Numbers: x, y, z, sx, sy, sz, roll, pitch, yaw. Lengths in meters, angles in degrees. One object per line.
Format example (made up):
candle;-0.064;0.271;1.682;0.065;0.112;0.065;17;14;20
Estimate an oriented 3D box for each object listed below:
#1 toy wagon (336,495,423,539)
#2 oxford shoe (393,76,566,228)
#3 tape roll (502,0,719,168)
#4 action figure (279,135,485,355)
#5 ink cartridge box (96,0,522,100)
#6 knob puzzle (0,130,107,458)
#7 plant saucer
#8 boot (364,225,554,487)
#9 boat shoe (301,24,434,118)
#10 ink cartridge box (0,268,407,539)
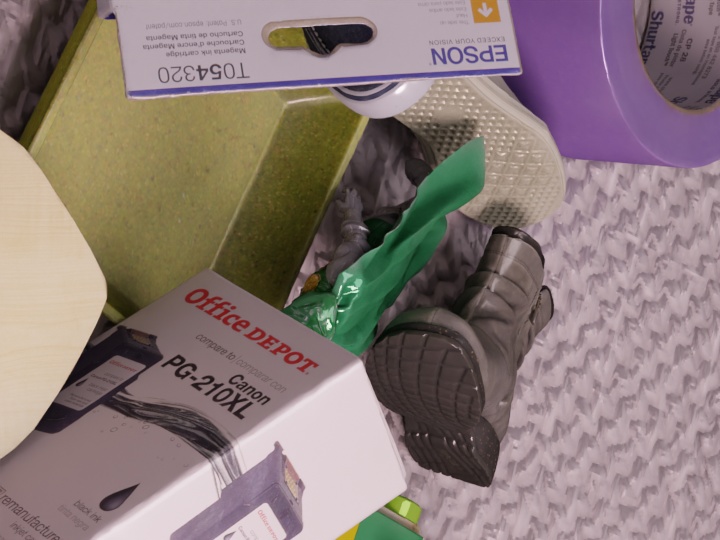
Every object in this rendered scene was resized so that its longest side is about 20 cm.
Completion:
toy wagon;-0.035;0.177;1.540;0.200;0.039;0.156;34;69;-46
oxford shoe;0.057;-0.091;1.594;0.200;0.075;0.058;46;26;-44
tape roll;0.169;-0.163;1.695;0.200;0.085;0.201;-8;101;-49
action figure;0.000;0.000;1.492;0.118;0.055;0.200;-67;170;26
ink cartridge box;-0.034;-0.174;1.365;0.196;0.043;0.201;-4;74;-15
knob puzzle;-0.210;0.011;1.286;0.219;0.030;0.221;1;88;-31
plant saucer;-0.096;-0.061;1.429;0.200;0.048;0.200;43;63;-44
boot;0.061;0.028;1.585;0.200;0.068;0.131;72;37;-65
boat shoe;-0.023;-0.165;1.423;0.091;0.071;0.201;41;22;-44
ink cartridge box;-0.101;0.099;1.329;0.200;0.145;0.085;-33;125;-22
